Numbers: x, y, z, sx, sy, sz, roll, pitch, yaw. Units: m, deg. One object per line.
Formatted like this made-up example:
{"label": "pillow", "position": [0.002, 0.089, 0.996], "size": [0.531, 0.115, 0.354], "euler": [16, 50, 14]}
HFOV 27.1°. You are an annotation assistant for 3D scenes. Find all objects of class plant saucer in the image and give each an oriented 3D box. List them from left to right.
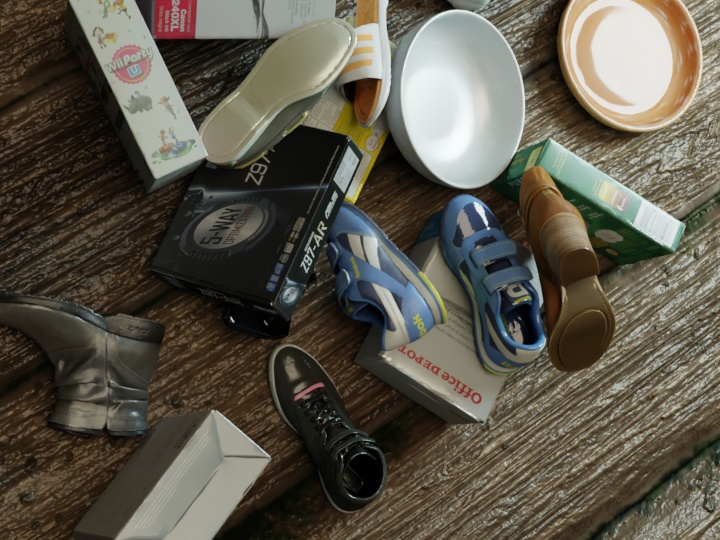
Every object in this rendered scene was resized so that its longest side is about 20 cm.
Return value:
{"label": "plant saucer", "position": [0.324, -0.264, 1.820], "size": [0.200, 0.037, 0.201], "euler": [3, 82, -22]}

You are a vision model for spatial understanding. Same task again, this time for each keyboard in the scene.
{"label": "keyboard", "position": [-0.093, -0.015, 1.618], "size": [0.104, 0.040, 0.200], "euler": [20, 64, -22]}

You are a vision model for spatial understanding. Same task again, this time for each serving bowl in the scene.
{"label": "serving bowl", "position": [0.096, -0.190, 1.688], "size": [0.200, 0.066, 0.201], "euler": [2, 88, -42]}

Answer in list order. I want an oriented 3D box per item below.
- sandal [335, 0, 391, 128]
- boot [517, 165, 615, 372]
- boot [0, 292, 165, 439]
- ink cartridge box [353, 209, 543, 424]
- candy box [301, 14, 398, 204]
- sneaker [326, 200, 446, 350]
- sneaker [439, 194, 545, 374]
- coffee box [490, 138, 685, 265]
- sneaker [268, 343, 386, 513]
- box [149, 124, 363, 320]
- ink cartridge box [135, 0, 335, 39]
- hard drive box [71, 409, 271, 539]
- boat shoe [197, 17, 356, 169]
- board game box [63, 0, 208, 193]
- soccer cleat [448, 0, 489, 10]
{"label": "sandal", "position": [-0.007, -0.252, 1.638], "size": [0.059, 0.079, 0.207], "euler": [9, 66, -21]}
{"label": "boot", "position": [0.212, -0.001, 1.621], "size": [0.077, 0.155, 0.200], "euler": [-18, 131, 0]}
{"label": "boot", "position": [-0.299, 0.099, 1.507], "size": [0.200, 0.070, 0.132], "euler": [14, 83, -15]}
{"label": "ink cartridge box", "position": [0.106, 0.051, 1.662], "size": [0.145, 0.084, 0.200], "euler": [33, 71, -15]}
{"label": "candy box", "position": [-0.012, -0.179, 1.671], "size": [0.102, 0.026, 0.200], "euler": [31, 67, -13]}
{"label": "sneaker", "position": [0.000, 0.000, 1.571], "size": [0.082, 0.074, 0.200], "euler": [-40, 69, -10]}
{"label": "sneaker", "position": [0.148, 0.010, 1.595], "size": [0.074, 0.082, 0.200], "euler": [-20, 88, -22]}
{"label": "coffee box", "position": [0.261, -0.077, 1.723], "size": [0.200, 0.123, 0.044], "euler": [29, 74, -14]}
{"label": "sneaker", "position": [-0.029, 0.164, 1.585], "size": [0.071, 0.099, 0.200], "euler": [-26, 91, -21]}
{"label": "box", "position": [-0.108, -0.062, 1.562], "size": [0.200, 0.160, 0.044], "euler": [-65, 151, -16]}
{"label": "ink cartridge box", "position": [-0.138, -0.295, 1.572], "size": [0.200, 0.145, 0.084], "euler": [-3, 110, -22]}
{"label": "hard drive box", "position": [-0.189, 0.221, 1.459], "size": [0.077, 0.200, 0.156], "euler": [42, 71, -12]}
{"label": "boat shoe", "position": [-0.083, -0.182, 1.546], "size": [0.202, 0.060, 0.072], "euler": [-42, 76, 1]}
{"label": "board game box", "position": [-0.232, -0.187, 1.524], "size": [0.064, 0.148, 0.200], "euler": [-27, 94, -13]}
{"label": "soccer cleat", "position": [0.071, -0.369, 1.711], "size": [0.200, 0.078, 0.069], "euler": [31, 73, -15]}
